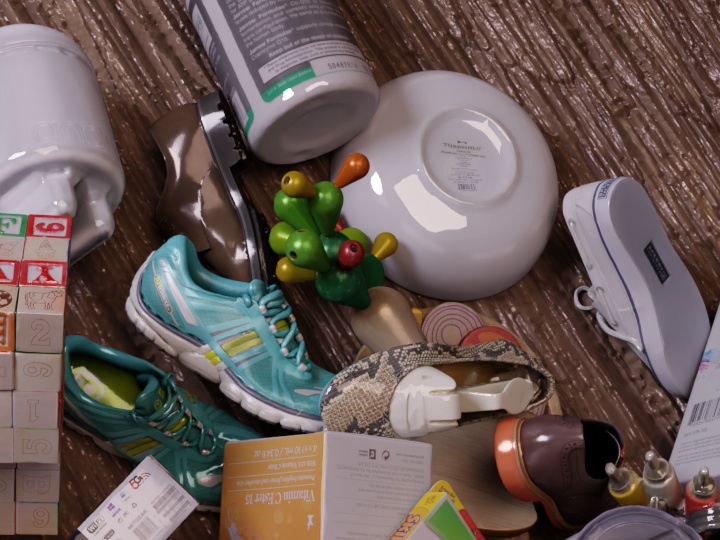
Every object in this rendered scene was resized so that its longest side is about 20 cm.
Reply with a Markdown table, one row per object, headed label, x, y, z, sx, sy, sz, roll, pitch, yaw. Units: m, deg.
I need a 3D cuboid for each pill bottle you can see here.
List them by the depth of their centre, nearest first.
| label | x | y | z | sx | sy | sz | roll | pitch | yaw |
| --- | --- | --- | --- | --- | --- | --- | --- | --- | --- |
| pill bottle | -0.072 | -0.196 | 1.272 | 0.112 | 0.113 | 0.201 | -16 | 69 | -23 |

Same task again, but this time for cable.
| label | x | y | z | sx | sy | sz | roll | pitch | yaw |
| --- | --- | --- | --- | --- | --- | --- | --- | --- | --- |
| cable | 0.238 | 0.194 | 1.171 | 0.096 | 0.200 | 0.051 | 3 | 60 | 19 |

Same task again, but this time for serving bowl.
| label | x | y | z | sx | sy | sz | roll | pitch | yaw |
| --- | --- | --- | --- | --- | --- | --- | --- | --- | --- |
| serving bowl | 0.077 | -0.080 | 1.305 | 0.198 | 0.066 | 0.202 | 6 | 68 | -16 |

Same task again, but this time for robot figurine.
| label | x | y | z | sx | sy | sz | roll | pitch | yaw |
| --- | --- | --- | --- | --- | --- | --- | --- | --- | --- |
| robot figurine | -0.239 | -0.098 | 1.171 | 0.112 | 0.169 | 0.201 | -31 | 58 | 17 |

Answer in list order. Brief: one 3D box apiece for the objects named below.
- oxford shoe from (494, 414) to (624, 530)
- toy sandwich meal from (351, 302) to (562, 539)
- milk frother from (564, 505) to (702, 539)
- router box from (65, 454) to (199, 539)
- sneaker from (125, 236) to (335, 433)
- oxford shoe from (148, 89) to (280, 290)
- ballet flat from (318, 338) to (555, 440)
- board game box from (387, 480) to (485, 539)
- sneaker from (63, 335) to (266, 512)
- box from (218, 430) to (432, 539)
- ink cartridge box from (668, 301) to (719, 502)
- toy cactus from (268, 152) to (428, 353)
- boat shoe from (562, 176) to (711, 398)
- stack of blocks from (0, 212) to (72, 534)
| label | x | y | z | sx | sy | sz | roll | pitch | yaw |
| --- | --- | --- | --- | --- | --- | --- | --- | --- | --- |
| oxford shoe | 0.167 | 0.149 | 1.179 | 0.072 | 0.200 | 0.072 | -14 | 71 | 24 |
| toy sandwich meal | 0.077 | 0.116 | 1.223 | 0.203 | 0.070 | 0.207 | 7 | 67 | -16 |
| milk frother | 0.185 | 0.290 | 1.119 | 0.199 | 0.188 | 0.181 | 32 | 66 | -1 |
| router box | -0.200 | 0.223 | 1.045 | 0.051 | 0.149 | 0.200 | 43 | 62 | 2 |
| sneaker | -0.075 | 0.050 | 1.148 | 0.199 | 0.078 | 0.080 | 33 | 103 | 4 |
| oxford shoe | -0.113 | -0.030 | 1.232 | 0.084 | 0.073 | 0.202 | -19 | 79 | 3 |
| ballet flat | 0.065 | 0.085 | 1.128 | 0.199 | 0.075 | 0.069 | -6 | 106 | -43 |
| board game box | 0.027 | 0.233 | 1.031 | 0.200 | 0.030 | 0.096 | -46 | 111 | -37 |
| sneaker | -0.145 | 0.110 | 1.148 | 0.199 | 0.080 | 0.078 | 28 | 64 | -7 |
| box | -0.027 | 0.217 | 1.087 | 0.097 | 0.124 | 0.202 | 12 | 74 | -37 |
| ink cartridge box | 0.359 | 0.109 | 1.261 | 0.144 | 0.145 | 0.201 | 34 | 62 | -20 |
| toy cactus | 0.000 | 0.000 | 1.180 | 0.102 | 0.200 | 0.166 | -37 | 86 | -1 |
| boat shoe | 0.216 | 0.018 | 1.310 | 0.075 | 0.086 | 0.203 | -45 | 116 | -32 |
| stack of blocks | -0.223 | 0.078 | 1.044 | 0.058 | 0.202 | 0.116 | 3 | 33 | -9 |
